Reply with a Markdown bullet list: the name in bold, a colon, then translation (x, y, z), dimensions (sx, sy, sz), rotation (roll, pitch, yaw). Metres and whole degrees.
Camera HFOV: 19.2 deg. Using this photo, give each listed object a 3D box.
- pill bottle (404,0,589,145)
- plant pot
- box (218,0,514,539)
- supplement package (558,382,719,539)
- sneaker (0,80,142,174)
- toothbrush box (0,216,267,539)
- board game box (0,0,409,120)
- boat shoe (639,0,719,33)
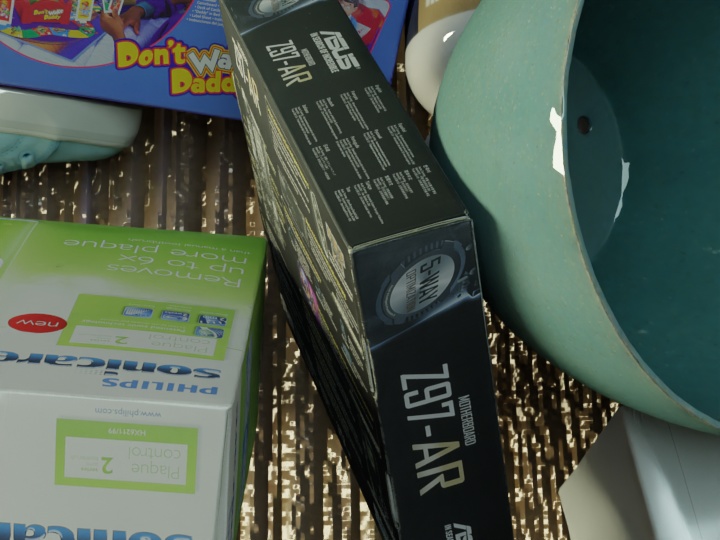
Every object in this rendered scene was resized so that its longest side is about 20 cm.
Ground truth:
- **pill bottle**: translation (0.077, -0.124, 0.916), dimensions (0.115, 0.116, 0.201), rotation (3, 71, -2)
- **plant pot**: translation (0.102, -0.042, 0.758), dimensions (0.199, 0.135, 0.201), rotation (1, 88, -36)
- **box**: translation (0.000, 0.000, 0.804), dimensions (0.043, 0.161, 0.200), rotation (-16, 35, -8)
- **supplement package**: translation (0.204, 0.137, 0.820), dimensions (0.199, 0.147, 0.192), rotation (-11, 73, -7)
- **sneaker**: translation (-0.195, -0.050, 0.915), dimensions (0.199, 0.074, 0.082), rotation (3, 108, -10)
- **toothbrush box**: translation (-0.113, 0.048, 0.802), dimensions (0.145, 0.200, 0.086), rotation (4, 109, 1)
- **board game box**: translation (-0.077, -0.137, 0.886), dimensions (0.199, 0.045, 0.135), rotation (8, 112, -14)
- **boat shoe**: translation (0.144, -0.117, 0.845), dimensions (0.199, 0.062, 0.075), rotation (27, 70, 4)
